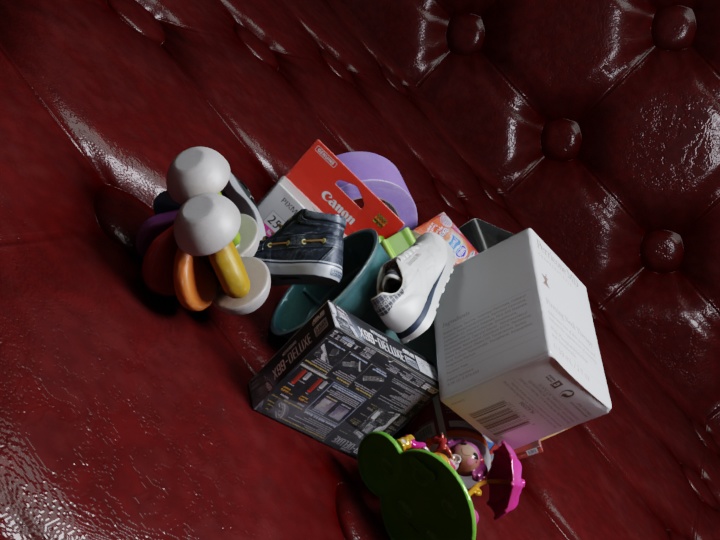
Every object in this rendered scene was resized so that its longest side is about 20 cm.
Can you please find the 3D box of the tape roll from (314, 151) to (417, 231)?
[{"bbox_3d":[-0.008,-0.093,1.623,0.199,0.200,0.086,30,24,-36],"label":"tape roll"}]

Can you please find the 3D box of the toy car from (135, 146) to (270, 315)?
[{"bbox_3d":[-0.206,-0.036,1.197,0.176,0.148,0.202,67,3,-47],"label":"toy car"}]

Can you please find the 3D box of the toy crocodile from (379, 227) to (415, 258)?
[{"bbox_3d":[0.000,0.000,1.472,0.068,0.198,0.062,65,17,17],"label":"toy crocodile"}]

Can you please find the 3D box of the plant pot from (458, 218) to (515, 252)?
[{"bbox_3d":[0.221,0.042,1.870,0.199,0.198,0.180,13,49,-57],"label":"plant pot"}]

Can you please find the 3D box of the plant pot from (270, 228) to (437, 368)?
[{"bbox_3d":[0.009,0.081,1.361,0.196,0.199,0.201,47,18,-19],"label":"plant pot"}]

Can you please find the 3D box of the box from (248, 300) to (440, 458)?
[{"bbox_3d":[-0.016,0.145,1.210,0.199,0.158,0.050,31,24,-34],"label":"box"}]

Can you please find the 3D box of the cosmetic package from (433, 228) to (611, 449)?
[{"bbox_3d":[0.206,0.094,1.266,0.167,0.165,0.203,38,36,-38],"label":"cosmetic package"}]

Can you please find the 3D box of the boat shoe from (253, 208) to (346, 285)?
[{"bbox_3d":[-0.106,-0.031,1.310,0.071,0.197,0.093,34,62,-58],"label":"boat shoe"}]

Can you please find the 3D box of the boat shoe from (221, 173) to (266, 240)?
[{"bbox_3d":[-0.178,-0.084,1.457,0.056,0.069,0.201,24,27,-46],"label":"boat shoe"}]

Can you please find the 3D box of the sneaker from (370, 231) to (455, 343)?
[{"bbox_3d":[0.068,0.003,1.270,0.080,0.076,0.201,41,36,-15],"label":"sneaker"}]

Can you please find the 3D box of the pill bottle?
[{"bbox_3d":[0.116,0.210,1.395,0.112,0.113,0.202,33,31,-32],"label":"pill bottle"}]

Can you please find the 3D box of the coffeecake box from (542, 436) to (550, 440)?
[{"bbox_3d":[0.295,0.201,1.615,0.155,0.197,0.073,60,10,-28],"label":"coffeecake box"}]

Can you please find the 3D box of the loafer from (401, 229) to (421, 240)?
[{"bbox_3d":[0.056,0.018,1.542,0.075,0.202,0.069,14,32,-30],"label":"loafer"}]

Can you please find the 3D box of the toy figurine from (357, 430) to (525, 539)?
[{"bbox_3d":[0.121,0.265,1.222,0.182,0.152,0.199,-9,40,-46],"label":"toy figurine"}]

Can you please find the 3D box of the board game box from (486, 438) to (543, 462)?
[{"bbox_3d":[0.216,0.213,1.515,0.202,0.101,0.020,-98,164,-45],"label":"board game box"}]

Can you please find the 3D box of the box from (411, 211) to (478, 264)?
[{"bbox_3d":[0.100,0.009,1.626,0.095,0.201,0.100,-31,75,-40],"label":"box"}]

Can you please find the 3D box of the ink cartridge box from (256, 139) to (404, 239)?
[{"bbox_3d":[-0.056,-0.074,1.522,0.200,0.173,0.044,43,24,-8],"label":"ink cartridge box"}]
